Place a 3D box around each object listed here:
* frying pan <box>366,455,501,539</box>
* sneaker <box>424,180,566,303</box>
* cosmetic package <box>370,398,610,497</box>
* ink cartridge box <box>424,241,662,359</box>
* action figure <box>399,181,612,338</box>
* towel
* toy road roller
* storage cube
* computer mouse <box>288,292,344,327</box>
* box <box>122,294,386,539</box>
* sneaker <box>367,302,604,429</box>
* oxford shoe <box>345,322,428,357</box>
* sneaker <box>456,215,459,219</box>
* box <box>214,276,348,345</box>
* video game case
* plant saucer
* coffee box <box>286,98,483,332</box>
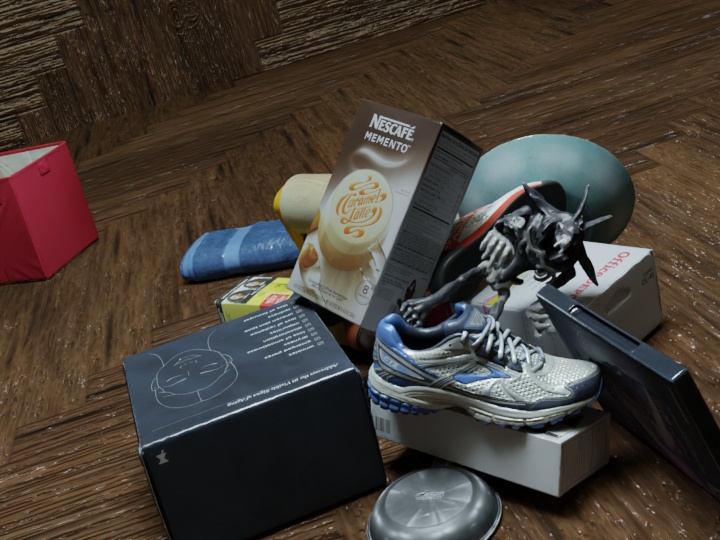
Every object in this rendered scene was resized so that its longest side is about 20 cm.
[{"bbox_3d":[0.080,0.179,0.898,0.114,0.031,0.190,5,32,38],"label":"frying pan"},{"bbox_3d":[0.117,-0.041,1.113,0.200,0.068,0.107,-36,30,-28],"label":"sneaker"},{"bbox_3d":[0.108,0.130,0.918,0.198,0.052,0.082,11,18,40],"label":"cosmetic package"},{"bbox_3d":[0.183,0.035,1.090,0.147,0.087,0.198,-33,29,-34],"label":"ink cartridge box"},{"bbox_3d":[0.139,0.007,0.957,0.199,0.119,0.102,-38,13,14],"label":"action figure"},{"bbox_3d":[-0.159,-0.034,1.544,0.197,0.049,0.112,-8,23,17],"label":"towel"},{"bbox_3d":[0.004,-0.062,1.299,0.122,0.201,0.147,5,51,43],"label":"toy road roller"},{"bbox_3d":[-0.575,-0.095,1.799,0.168,0.182,0.200,-7,22,21],"label":"storage cube"},{"bbox_3d":[0.000,0.000,1.156,0.200,0.053,0.139,-43,-11,0],"label":"computer mouse"},{"bbox_3d":[-0.104,0.137,0.989,0.197,0.126,0.197,-19,20,-10],"label":"box"},{"bbox_3d":[0.098,0.073,0.869,0.196,0.087,0.077,2,18,15],"label":"sneaker"},{"bbox_3d":[0.075,0.042,1.195,0.072,0.072,0.199,29,51,35],"label":"oxford shoe"},{"bbox_3d":[0.130,-0.045,1.301,0.084,0.079,0.199,7,19,36],"label":"sneaker"},{"bbox_3d":[-0.079,0.047,1.289,0.198,0.051,0.075,3,28,38],"label":"box"},{"bbox_3d":[0.220,0.097,0.840,0.019,0.144,0.200,-37,24,-6],"label":"video game case"},{"bbox_3d":[0.206,-0.062,1.188,0.198,0.202,0.039,-9,44,16],"label":"plant saucer"},{"bbox_3d":[0.022,-0.050,1.036,0.114,0.203,0.079,23,2,41],"label":"coffee box"}]
